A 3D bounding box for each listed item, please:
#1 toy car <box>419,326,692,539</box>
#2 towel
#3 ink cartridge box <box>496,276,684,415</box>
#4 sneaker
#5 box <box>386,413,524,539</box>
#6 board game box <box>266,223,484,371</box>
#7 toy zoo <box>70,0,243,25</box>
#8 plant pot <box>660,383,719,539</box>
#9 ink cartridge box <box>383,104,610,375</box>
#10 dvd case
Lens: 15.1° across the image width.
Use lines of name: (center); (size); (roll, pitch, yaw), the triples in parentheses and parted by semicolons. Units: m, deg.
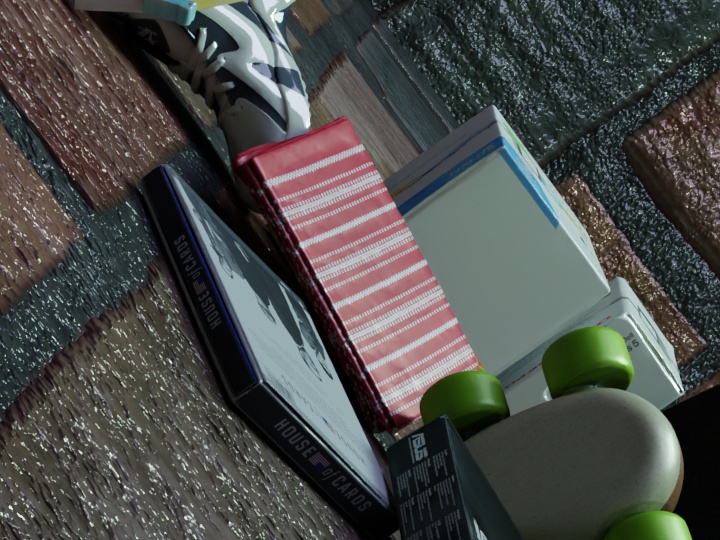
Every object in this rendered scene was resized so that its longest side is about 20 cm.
toy car: (0.135, 0.164, 1.704); (0.200, 0.157, 0.165); (63, 9, -56)
towel: (0.000, 0.000, 1.745); (0.201, 0.022, 0.145); (62, 30, 1)
ink cartridge box: (0.178, 0.090, 2.205); (0.084, 0.145, 0.200); (54, 8, -4)
sneaker: (-0.107, -0.137, 1.803); (0.079, 0.129, 0.200); (-18, -110, 62)
box: (0.084, 0.200, 1.475); (0.194, 0.047, 0.200); (60, 8, -19)
board game box: (0.013, 0.021, 1.890); (0.102, 0.048, 0.200); (58, 9, 24)
toy zoo: (-0.144, -0.221, 1.775); (0.200, 0.131, 0.021); (-119, -148, -42)
plant pot: (0.272, 0.224, 2.083); (0.200, 0.199, 0.178); (43, 24, -53)
ink cartridge box: (0.094, -0.020, 2.176); (0.147, 0.146, 0.200); (53, 8, -11)
dvd case: (-0.050, 0.044, 1.512); (0.150, 0.025, 0.200); (47, 11, -41)
